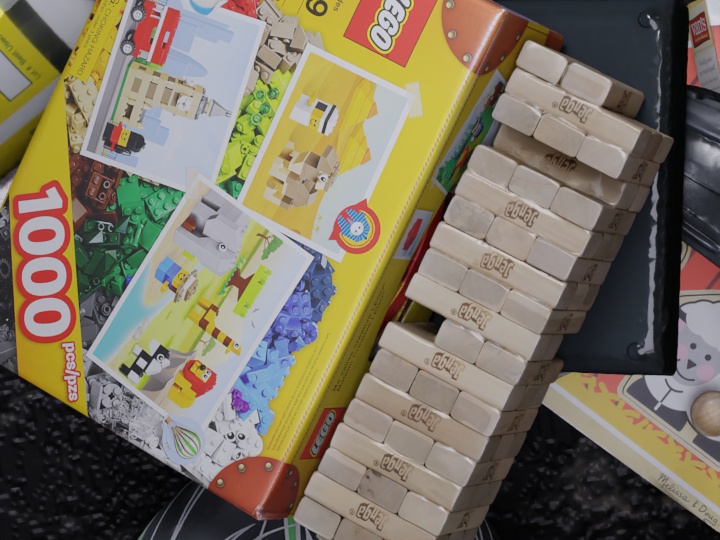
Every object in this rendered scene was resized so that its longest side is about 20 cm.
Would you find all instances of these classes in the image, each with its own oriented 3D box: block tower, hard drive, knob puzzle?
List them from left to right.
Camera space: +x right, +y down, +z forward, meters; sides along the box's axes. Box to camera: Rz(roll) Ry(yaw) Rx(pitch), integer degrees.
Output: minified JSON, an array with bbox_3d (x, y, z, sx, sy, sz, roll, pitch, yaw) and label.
[{"bbox_3d":[0.025,-0.033,0.949,0.200,0.033,0.140,2,88,22],"label":"hard drive"},{"bbox_3d":[0.045,0.021,0.889,0.054,0.058,0.200,28,98,19],"label":"block tower"},{"bbox_3d":[0.146,-0.015,1.035,0.219,0.030,0.220,0,98,2],"label":"knob puzzle"}]

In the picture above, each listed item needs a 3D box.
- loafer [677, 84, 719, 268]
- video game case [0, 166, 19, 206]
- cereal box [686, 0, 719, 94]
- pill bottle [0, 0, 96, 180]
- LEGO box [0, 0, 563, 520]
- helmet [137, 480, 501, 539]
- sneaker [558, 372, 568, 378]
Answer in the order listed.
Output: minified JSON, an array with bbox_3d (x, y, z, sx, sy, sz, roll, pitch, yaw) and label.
[{"bbox_3d":[0.088,-0.054,0.980,0.200,0.068,0.071,27,102,28],"label":"loafer"},{"bbox_3d":[-0.176,-0.091,1.036,0.200,0.023,0.182,13,99,0],"label":"video game case"},{"bbox_3d":[0.221,-0.026,1.002,0.144,0.040,0.201,-12,90,-6],"label":"cereal box"},{"bbox_3d":[-0.194,-0.065,0.969,0.200,0.112,0.113,-39,96,4],"label":"pill bottle"},{"bbox_3d":[-0.040,-0.031,0.915,0.149,0.077,0.200,28,98,20],"label":"LEGO box"},{"bbox_3d":[-0.018,0.167,0.997,0.199,0.200,0.191,9,116,0],"label":"helmet"},{"bbox_3d":[0.000,0.000,1.004,0.199,0.072,0.072,11,103,8],"label":"sneaker"}]
